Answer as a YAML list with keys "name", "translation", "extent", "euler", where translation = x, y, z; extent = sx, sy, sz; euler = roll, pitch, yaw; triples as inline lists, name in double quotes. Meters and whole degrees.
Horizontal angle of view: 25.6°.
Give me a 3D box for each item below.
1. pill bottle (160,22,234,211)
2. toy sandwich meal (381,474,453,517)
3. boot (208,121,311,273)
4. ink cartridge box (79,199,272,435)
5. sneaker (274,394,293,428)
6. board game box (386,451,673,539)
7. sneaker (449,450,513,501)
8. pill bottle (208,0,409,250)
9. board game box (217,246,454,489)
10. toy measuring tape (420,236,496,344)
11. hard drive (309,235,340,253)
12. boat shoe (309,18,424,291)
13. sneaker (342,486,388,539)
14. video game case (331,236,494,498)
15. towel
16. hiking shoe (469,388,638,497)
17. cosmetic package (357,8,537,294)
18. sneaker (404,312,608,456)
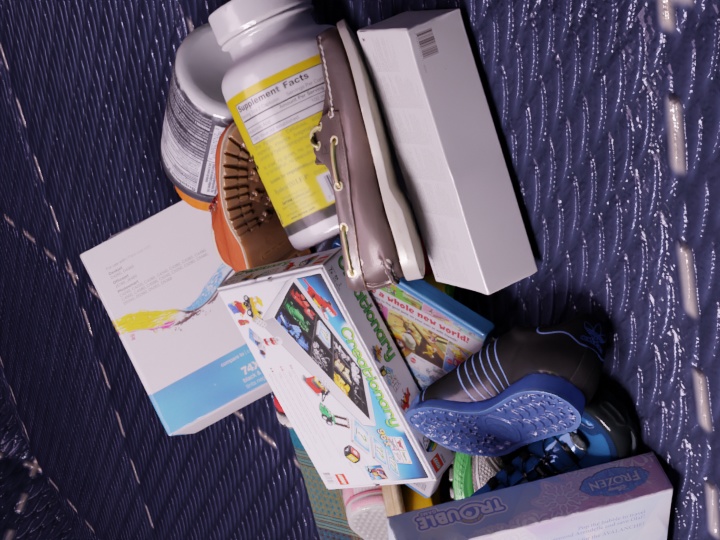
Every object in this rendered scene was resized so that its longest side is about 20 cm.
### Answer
- name: "pill bottle"
  translation: [-0.127, -0.131, 1.445]
  extent: [0.106, 0.106, 0.200]
  euler: [57, 156, 17]
- name: "toy sandwich meal"
  translation: [0.082, 0.231, 1.380]
  extent: [0.205, 0.070, 0.206]
  euler: [-21, -90, -77]
- name: "boot"
  translation: [-0.104, -0.059, 1.390]
  extent: [0.107, 0.075, 0.201]
  euler: [39, 148, 42]
- name: "ink cartridge box"
  translation: [-0.162, 0.043, 1.589]
  extent: [0.200, 0.146, 0.147]
  euler: [62, -179, 6]
- name: "sneaker"
  translation: [-0.034, 0.089, 1.436]
  extent: [0.085, 0.077, 0.200]
  euler: [65, 156, 3]
- name: "board game box"
  translation: [0.123, 0.235, 1.158]
  extent: [0.043, 0.199, 0.200]
  euler: [-112, 14, -47]
- name: "sneaker"
  translation: [0.136, 0.206, 1.290]
  extent: [0.085, 0.078, 0.201]
  euler: [-22, 86, 31]
- name: "pill bottle"
  translation: [-0.043, -0.127, 1.263]
  extent: [0.201, 0.111, 0.111]
  euler: [66, 157, -1]
- name: "board game box"
  translation: [-0.021, 0.083, 1.269]
  extent: [0.126, 0.035, 0.200]
  euler: [-11, 112, 44]
- name: "toy measuring tape"
  translation: [0.073, 0.021, 1.252]
  extent: [0.200, 0.074, 0.074]
  euler: [24, 139, 24]
- name: "hard drive"
  translation: [0.000, 0.000, 1.384]
  extent: [0.200, 0.042, 0.135]
  euler: [59, 157, 10]
- name: "boat shoe"
  translation: [-0.005, -0.084, 1.177]
  extent: [0.072, 0.059, 0.201]
  euler: [-20, -86, -79]
- name: "sneaker"
  translation: [0.030, 0.221, 1.501]
  extent: [0.200, 0.075, 0.105]
  euler: [61, -166, -53]
- name: "video game case"
  translation: [0.022, 0.080, 1.272]
  extent: [0.143, 0.018, 0.200]
  euler: [32, 136, 18]
- name: "towel"
  translation: [-0.005, 0.208, 1.582]
  extent: [0.146, 0.022, 0.201]
  euler: [10, 125, 40]
- name: "hiking shoe"
  translation: [0.133, 0.166, 1.168]
  extent: [0.074, 0.087, 0.200]
  euler: [46, 133, 15]
- name: "cosmetic package"
  translation: [0.064, -0.087, 1.149]
  extent: [0.082, 0.051, 0.201]
  euler: [14, 126, 62]
- name: "sneaker"
  translation: [0.110, 0.083, 1.164]
  extent: [0.070, 0.078, 0.200]
  euler: [40, 152, -19]
